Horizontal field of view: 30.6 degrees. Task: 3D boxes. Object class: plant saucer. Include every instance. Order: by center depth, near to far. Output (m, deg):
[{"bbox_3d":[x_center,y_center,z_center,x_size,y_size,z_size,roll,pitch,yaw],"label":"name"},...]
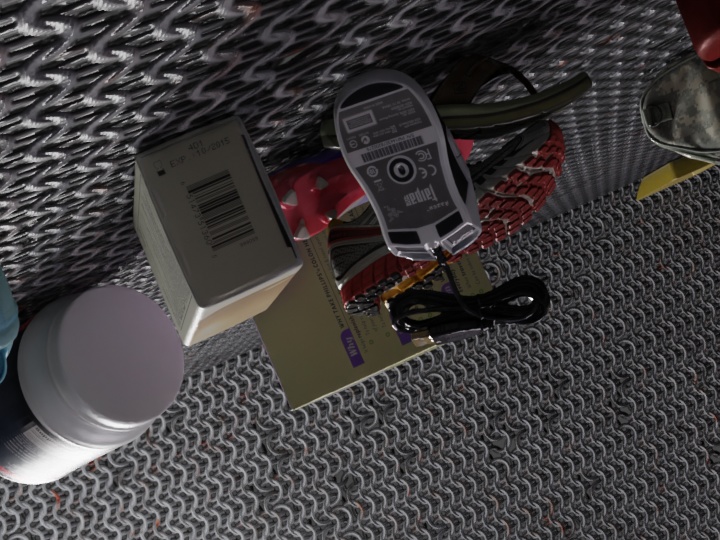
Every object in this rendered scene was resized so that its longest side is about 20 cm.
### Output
[{"bbox_3d":[0.803,-0.253,3.292,0.199,0.049,0.200,-24,175,-20],"label":"plant saucer"}]

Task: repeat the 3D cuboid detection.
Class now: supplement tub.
[{"bbox_3d":[-0.261,0.104,1.183,0.140,0.141,0.199,-20,173,-45],"label":"supplement tub"}]

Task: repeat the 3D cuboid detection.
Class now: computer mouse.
[{"bbox_3d":[0.046,-0.046,0.875,0.109,0.201,0.044,-14,-158,22],"label":"computer mouse"}]

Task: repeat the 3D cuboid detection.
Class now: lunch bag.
[{"bbox_3d":[0.417,-0.192,1.475,0.166,0.141,0.199,-8,-176,32],"label":"lunch bag"}]

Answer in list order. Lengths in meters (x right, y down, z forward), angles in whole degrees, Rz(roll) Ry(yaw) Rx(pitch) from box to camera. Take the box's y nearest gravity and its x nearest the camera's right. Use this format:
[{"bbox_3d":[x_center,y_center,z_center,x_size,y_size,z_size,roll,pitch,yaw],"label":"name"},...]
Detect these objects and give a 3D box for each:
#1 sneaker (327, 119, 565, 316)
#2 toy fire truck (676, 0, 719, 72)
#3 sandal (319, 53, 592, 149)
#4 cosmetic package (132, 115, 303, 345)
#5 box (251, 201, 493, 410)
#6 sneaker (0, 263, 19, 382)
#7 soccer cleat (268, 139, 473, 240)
[{"bbox_3d":[0.056,-0.051,0.945,0.199,0.083,0.078,-32,156,14],"label":"sneaker"},{"bbox_3d":[0.288,-0.197,0.881,0.175,0.130,0.199,-27,163,35],"label":"toy fire truck"},{"bbox_3d":[0.069,-0.122,0.923,0.199,0.058,0.080,-9,179,-10],"label":"sandal"},{"bbox_3d":[-0.100,-0.019,0.871,0.071,0.106,0.200,-23,177,-13],"label":"cosmetic package"},{"bbox_3d":[0.000,0.000,1.141,0.199,0.177,0.097,-25,175,2],"label":"box"},{"bbox_3d":[-0.269,0.047,0.860,0.073,0.083,0.200,-21,174,-26],"label":"sneaker"},{"bbox_3d":[-0.001,-0.081,1.034,0.199,0.067,0.076,-28,-153,-26],"label":"soccer cleat"}]
